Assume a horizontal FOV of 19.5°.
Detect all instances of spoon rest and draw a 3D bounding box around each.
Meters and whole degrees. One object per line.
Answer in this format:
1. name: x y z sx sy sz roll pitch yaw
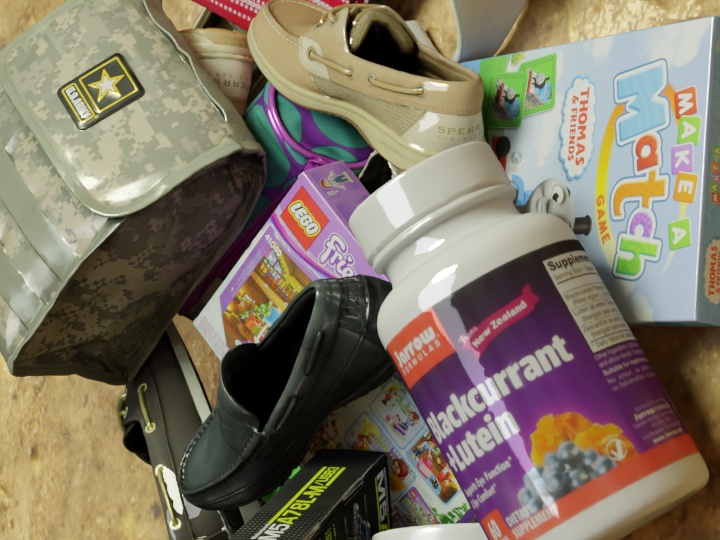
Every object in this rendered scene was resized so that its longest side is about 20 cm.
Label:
1. spoon rest: 0.069 -0.166 1.167 0.061 0.099 0.200 59 147 14

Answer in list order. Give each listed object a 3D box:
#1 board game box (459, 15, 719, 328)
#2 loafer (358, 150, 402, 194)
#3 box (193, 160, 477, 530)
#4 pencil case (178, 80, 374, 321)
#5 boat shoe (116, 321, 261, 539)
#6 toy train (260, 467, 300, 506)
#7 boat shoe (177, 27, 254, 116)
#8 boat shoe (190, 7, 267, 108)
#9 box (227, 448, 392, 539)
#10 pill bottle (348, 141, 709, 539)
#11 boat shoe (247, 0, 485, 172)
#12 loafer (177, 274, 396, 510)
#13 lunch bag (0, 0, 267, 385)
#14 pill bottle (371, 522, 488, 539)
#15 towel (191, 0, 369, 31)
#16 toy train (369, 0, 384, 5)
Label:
1. board game box: 0.120 -0.044 1.102 0.199 0.036 0.153 -4 80 53
2. loafer: 0.000 0.000 1.229 0.076 0.068 0.201 51 123 46
3. box: 0.004 0.059 1.169 0.200 0.039 0.137 52 129 16
4. pencil case: -0.060 -0.043 1.293 0.200 0.085 0.093 -49 24 45
5. boat shoe: -0.118 0.095 1.288 0.202 0.060 0.072 -122 11 -45
6. toy train: -0.067 0.171 1.313 0.200 0.042 0.057 -44 60 40
7. boat shoe: -0.145 -0.106 1.351 0.199 0.073 0.070 -9 79 48
8. boat shoe: -0.068 -0.177 1.363 0.201 0.065 0.072 -56 43 30
9. box: -0.026 0.217 1.086 0.047 0.193 0.202 0 104 16
10. pill bottle: 0.076 0.042 1.029 0.111 0.111 0.201 -40 74 42
11. boat shoe: 0.006 -0.119 1.178 0.200 0.071 0.065 37 131 42
12. loafer: -0.050 0.064 1.132 0.201 0.070 0.069 -45 40 39
13. lunch bag: -0.158 -0.057 1.251 0.200 0.117 0.164 -52 55 23
14. pill bottle: 0.054 0.234 1.067 0.114 0.114 0.202 -18 69 51
15. towel: -0.048 -0.223 1.245 0.144 0.022 0.201 31 132 24
16. toy train: -0.040 -0.115 1.342 0.200 0.034 0.046 -52 34 34
